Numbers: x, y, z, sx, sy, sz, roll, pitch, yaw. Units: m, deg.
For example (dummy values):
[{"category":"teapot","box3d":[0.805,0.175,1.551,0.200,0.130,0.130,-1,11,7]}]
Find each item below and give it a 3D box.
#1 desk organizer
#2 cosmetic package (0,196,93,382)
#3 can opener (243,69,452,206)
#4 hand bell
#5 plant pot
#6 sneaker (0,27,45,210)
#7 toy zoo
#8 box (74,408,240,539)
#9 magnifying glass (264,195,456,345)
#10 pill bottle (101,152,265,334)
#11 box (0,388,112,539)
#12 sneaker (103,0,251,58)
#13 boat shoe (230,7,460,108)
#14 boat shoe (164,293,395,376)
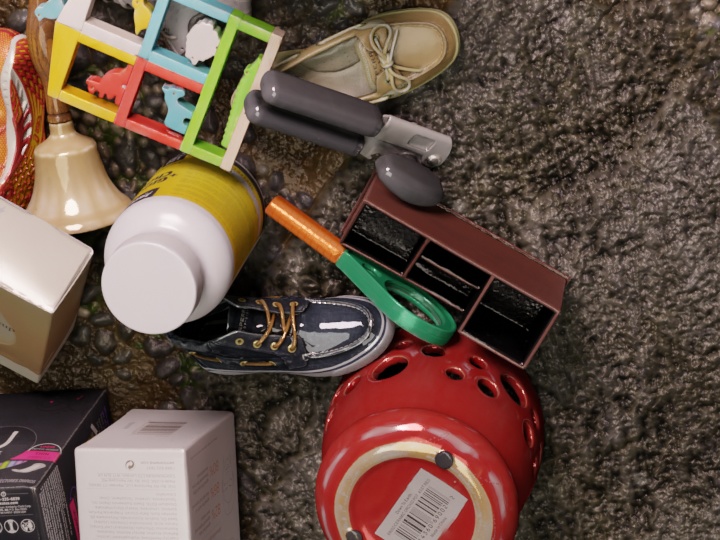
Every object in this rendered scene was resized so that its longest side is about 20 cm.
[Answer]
[{"category":"desk organizer","box3d":[0.078,-0.001,1.550,0.199,0.077,0.072,30,114,-2]},{"category":"cosmetic package","box3d":[-0.305,0.020,1.574,0.105,0.071,0.200,29,155,0]},{"category":"can opener","box3d":[-0.004,-0.113,1.495,0.199,0.067,0.053,20,132,-30]},{"category":"hand bell","box3d":[-0.264,-0.141,1.548,0.103,0.104,0.201,-3,109,12]},{"category":"plant pot","box3d":[0.056,0.171,1.569,0.199,0.183,0.202,4,111,11]},{"category":"sneaker","box3d":[-0.325,-0.122,1.595,0.077,0.073,0.201,18,110,26]},{"category":"toy zoo","box3d":[-0.177,-0.179,1.483,0.199,0.020,0.132,22,114,-3]},{"category":"box","box3d":[-0.182,0.242,1.634,0.106,0.152,0.201,0,98,13]},{"category":"magnifying glass","box3d":[0.000,0.000,1.574,0.200,0.080,0.022,38,108,6]},{"category":"pill bottle","box3d":[-0.154,-0.022,1.519,0.111,0.200,0.113,3,112,9]},{"category":"box","box3d":[-0.310,0.198,1.636,0.121,0.200,0.107,-3,111,12]},{"category":"sneaker","box3d":[-0.186,-0.223,1.516,0.199,0.075,0.116,-1,114,10]},{"category":"boat shoe","box3d":[-0.013,-0.169,1.508,0.199,0.063,0.074,-11,109,15]},{"category":"boat shoe","box3d":[-0.075,0.054,1.574,0.199,0.091,0.071,-8,69,22]}]
